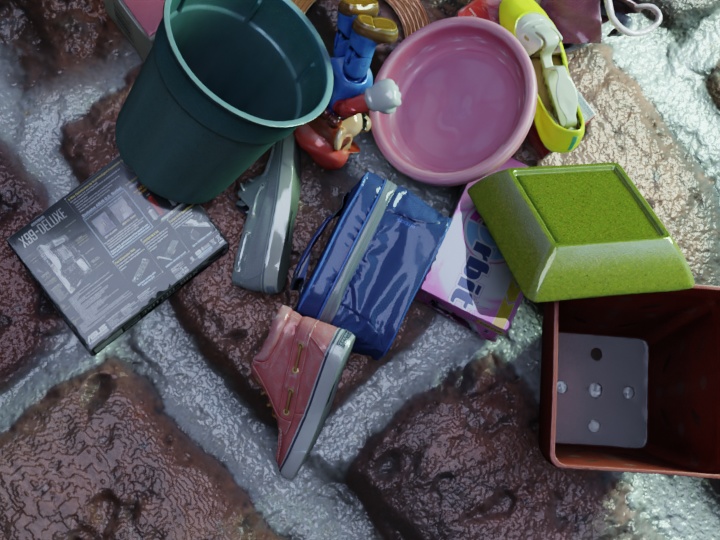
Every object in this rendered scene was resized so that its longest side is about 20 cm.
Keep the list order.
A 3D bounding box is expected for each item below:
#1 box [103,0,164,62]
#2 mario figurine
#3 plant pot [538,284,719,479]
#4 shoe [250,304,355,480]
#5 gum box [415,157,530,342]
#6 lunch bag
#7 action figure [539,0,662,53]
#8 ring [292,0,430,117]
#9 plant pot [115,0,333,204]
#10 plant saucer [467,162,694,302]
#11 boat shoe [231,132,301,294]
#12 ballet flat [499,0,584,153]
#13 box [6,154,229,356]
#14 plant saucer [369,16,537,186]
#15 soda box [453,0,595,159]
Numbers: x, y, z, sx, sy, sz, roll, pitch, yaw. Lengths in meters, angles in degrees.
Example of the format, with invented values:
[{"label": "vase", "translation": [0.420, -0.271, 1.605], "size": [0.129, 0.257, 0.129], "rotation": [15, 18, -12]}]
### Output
[{"label": "box", "translation": [-0.189, -0.336, 1.442], "size": [0.199, 0.128, 0.109], "rotation": [-37, 85, -12]}, {"label": "mario figurine", "translation": [-0.005, -0.203, 1.413], "size": [0.105, 0.202, 0.124], "rotation": [20, 35, -1]}, {"label": "plant pot", "translation": [0.285, 0.125, 1.392], "size": [0.197, 0.176, 0.203], "rotation": [5, 79, -7]}, {"label": "shoe", "translation": [-0.077, 0.132, 1.365], "size": [0.090, 0.072, 0.202], "rotation": [25, 121, 7]}, {"label": "gum box", "translation": [0.149, -0.028, 1.458], "size": [0.112, 0.066, 0.202], "rotation": [26, 78, -1]}, {"label": "lunch bag", "translation": [0.000, 0.000, 1.401], "size": [0.131, 0.136, 0.202], "rotation": [28, 79, -1]}, {"label": "action figure", "translation": [0.249, -0.362, 1.486], "size": [0.133, 0.148, 0.203], "rotation": [-28, 112, -28]}, {"label": "ring", "translation": [-0.011, -0.275, 1.509], "size": [0.197, 0.019, 0.204], "rotation": [1, 80, -6]}, {"label": "plant pot", "translation": [-0.163, -0.186, 1.362], "size": [0.198, 0.196, 0.203], "rotation": [20, 51, -26]}, {"label": "plant saucer", "translation": [0.240, -0.055, 1.353], "size": [0.197, 0.048, 0.201], "rotation": [-4, 41, -17]}, {"label": "boat shoe", "translation": [-0.110, -0.074, 1.434], "size": [0.070, 0.070, 0.204], "rotation": [6, 73, 6]}, {"label": "ballet flat", "translation": [0.214, -0.235, 1.439], "size": [0.066, 0.067, 0.203], "rotation": [-14, 81, -12]}, {"label": "box", "translation": [-0.272, -0.028, 1.417], "size": [0.199, 0.050, 0.158], "rotation": [-39, 86, -12]}, {"label": "plant saucer", "translation": [0.109, -0.189, 1.442], "size": [0.197, 0.051, 0.204], "rotation": [-6, 73, 20]}, {"label": "soda box", "translation": [0.191, -0.238, 1.504], "size": [0.070, 0.063, 0.201], "rotation": [-36, 86, -11]}]
